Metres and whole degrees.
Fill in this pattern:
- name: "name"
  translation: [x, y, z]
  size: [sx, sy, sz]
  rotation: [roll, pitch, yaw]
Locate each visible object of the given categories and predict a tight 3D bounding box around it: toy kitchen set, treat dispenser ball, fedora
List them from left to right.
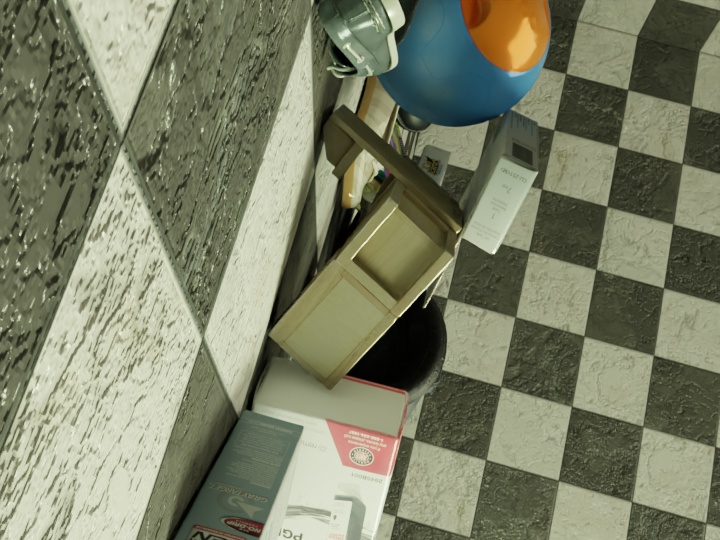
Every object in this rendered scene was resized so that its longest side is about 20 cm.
- name: "toy kitchen set"
  translation: [-0.018, -0.036, 0.917]
  size: [0.181, 0.163, 0.200]
  rotation: [-47, -174, 18]
- name: "fedora"
  translation: [0.004, 0.086, 1.077]
  size: [0.092, 0.197, 0.203]
  rotation: [119, -9, -51]
- name: "treat dispenser ball"
  translation: [0.104, -0.256, 0.995]
  size: [0.201, 0.197, 0.205]
  rotation: [15, 90, -87]

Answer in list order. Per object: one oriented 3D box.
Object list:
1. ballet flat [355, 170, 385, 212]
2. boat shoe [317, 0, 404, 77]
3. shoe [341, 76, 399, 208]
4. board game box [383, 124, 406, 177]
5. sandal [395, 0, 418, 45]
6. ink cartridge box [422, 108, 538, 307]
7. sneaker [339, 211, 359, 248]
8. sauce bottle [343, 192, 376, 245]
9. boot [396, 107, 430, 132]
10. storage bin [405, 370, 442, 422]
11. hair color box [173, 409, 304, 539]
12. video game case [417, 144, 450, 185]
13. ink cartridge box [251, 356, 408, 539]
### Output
- name: "ballet flat"
  translation: [0.017, -0.115, 1.382]
  size: [0.200, 0.069, 0.072]
  rotation: [-56, 160, -82]
- name: "boat shoe"
  translation: [-0.008, -0.195, 0.767]
  size: [0.061, 0.074, 0.200]
  rotation: [-32, -178, -2]
- name: "shoe"
  translation: [0.018, -0.172, 1.159]
  size: [0.070, 0.052, 0.204]
  rotation: [84, 21, -80]
- name: "board game box"
  translation: [0.043, -0.178, 1.307]
  size: [0.200, 0.032, 0.122]
  rotation: [-49, 119, -81]
- name: "sandal"
  translation: [0.050, -0.305, 0.877]
  size: [0.048, 0.074, 0.204]
  rotation: [-2, -110, 63]
- name: "ink cartridge box"
  translation: [0.128, -0.063, 0.973]
  size: [0.201, 0.043, 0.176]
  rotation: [-66, 180, -66]
- name: "sneaker"
  translation: [0.009, -0.044, 1.400]
  size: [0.088, 0.074, 0.203]
  rotation: [90, 13, -53]
- name: "sauce bottle"
  translation: [0.000, 0.000, 1.209]
  size: [0.066, 0.065, 0.204]
  rotation: [-68, 171, -64]
- name: "boot"
  translation: [0.106, -0.255, 1.187]
  size: [0.167, 0.075, 0.204]
  rotation: [34, -45, 49]
- name: "storage bin"
  translation: [0.014, 0.173, 1.475]
  size: [0.146, 0.197, 0.136]
  rotation: [-67, 180, -67]
- name: "hair color box"
  translation: [-0.099, 0.206, 0.739]
  size: [0.200, 0.059, 0.101]
  rotation: [-69, 172, -69]
- name: "video game case"
  translation: [0.071, -0.050, 1.329]
  size: [0.182, 0.045, 0.203]
  rotation: [-70, 176, -57]
- name: "ink cartridge box"
  translation: [-0.045, 0.205, 0.911]
  size: [0.085, 0.143, 0.203]
  rotation: [-71, 174, -63]
